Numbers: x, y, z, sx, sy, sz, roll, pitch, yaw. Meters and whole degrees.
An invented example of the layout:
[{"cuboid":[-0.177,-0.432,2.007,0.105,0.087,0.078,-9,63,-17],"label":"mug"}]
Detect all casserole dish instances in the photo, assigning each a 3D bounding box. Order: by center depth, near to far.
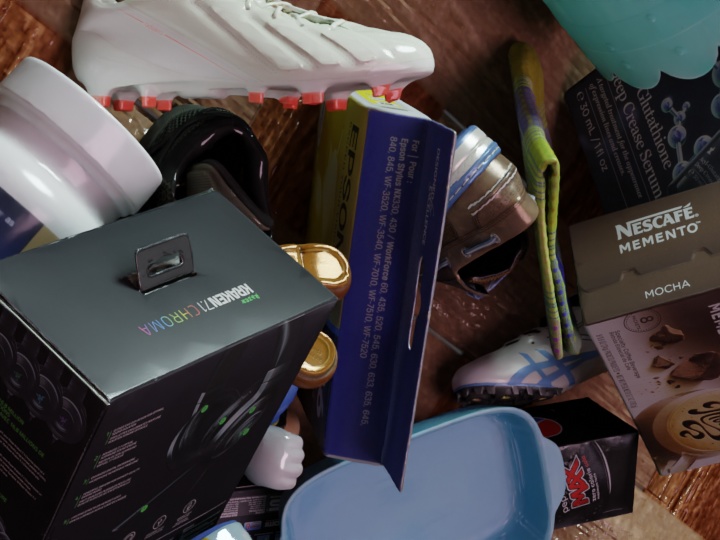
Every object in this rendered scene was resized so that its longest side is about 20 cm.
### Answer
[{"cuboid":[0.032,0.150,1.092,0.199,0.039,0.122,-18,114,-16],"label":"casserole dish"}]

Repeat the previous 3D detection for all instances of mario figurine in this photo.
[{"cuboid":[-0.049,0.065,0.998,0.123,0.200,0.106,-37,83,-34],"label":"mario figurine"}]

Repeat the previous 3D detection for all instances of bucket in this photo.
[{"cuboid":[0.180,-0.229,1.091,0.135,0.207,0.208,39,77,-30],"label":"bucket"}]

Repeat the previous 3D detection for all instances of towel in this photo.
[{"cuboid":[0.117,-0.050,1.122,0.023,0.200,0.145,-8,116,5],"label":"towel"}]

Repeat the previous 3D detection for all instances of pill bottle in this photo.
[{"cuboid":[-0.198,-0.002,0.881,0.200,0.115,0.116,-51,129,-10],"label":"pill bottle"}]

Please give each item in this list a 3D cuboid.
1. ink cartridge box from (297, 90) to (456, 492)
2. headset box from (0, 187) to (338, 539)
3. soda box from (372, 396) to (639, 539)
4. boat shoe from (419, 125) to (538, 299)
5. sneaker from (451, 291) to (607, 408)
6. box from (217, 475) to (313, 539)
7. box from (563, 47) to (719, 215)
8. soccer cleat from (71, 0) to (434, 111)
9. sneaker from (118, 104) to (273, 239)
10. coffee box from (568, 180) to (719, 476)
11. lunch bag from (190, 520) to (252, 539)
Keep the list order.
[{"cuboid":[0.000,0.000,1.010,0.047,0.200,0.199,6,101,-10],"label":"ink cartridge box"},{"cuboid":[-0.123,0.070,0.843,0.174,0.093,0.201,-24,149,-52],"label":"headset box"},{"cuboid":[0.086,0.139,1.178,0.199,0.071,0.064,-8,111,-25],"label":"soda box"},{"cuboid":[0.060,-0.019,1.063,0.072,0.200,0.072,44,79,5],"label":"boat shoe"},{"cuboid":[0.142,0.051,1.237,0.199,0.072,0.073,-14,85,-33],"label":"sneaker"},{"cuboid":[-0.123,0.202,1.061,0.199,0.049,0.163,-1,102,-40],"label":"box"},{"cuboid":[0.254,-0.098,1.160,0.107,0.200,0.149,13,51,-42],"label":"box"},{"cuboid":[-0.060,-0.125,0.934,0.069,0.198,0.078,-5,95,-78],"label":"soccer cleat"},{"cuboid":[-0.113,-0.001,0.958,0.076,0.114,0.200,34,80,-20],"label":"sneaker"},{"cuboid":[0.217,0.042,1.136,0.200,0.112,0.080,57,22,-49],"label":"coffee box"},{"cuboid":[-0.113,0.229,0.935,0.160,0.083,0.200,-32,161,-28],"label":"lunch bag"}]
